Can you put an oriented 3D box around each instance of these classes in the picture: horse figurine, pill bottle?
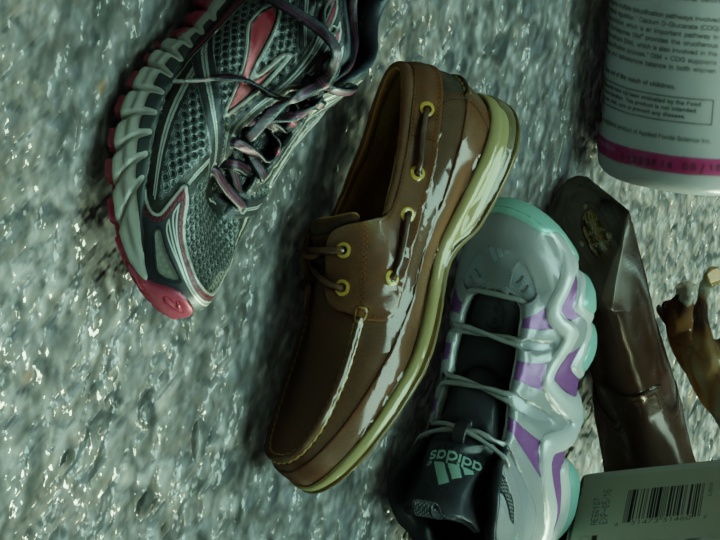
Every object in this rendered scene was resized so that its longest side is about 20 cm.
[{"bbox_3d":[0.222,0.078,1.441,0.050,0.200,0.133,-32,164,-20],"label":"horse figurine"},{"bbox_3d":[0.193,-0.150,1.503,0.113,0.113,0.201,-26,122,-61],"label":"pill bottle"}]

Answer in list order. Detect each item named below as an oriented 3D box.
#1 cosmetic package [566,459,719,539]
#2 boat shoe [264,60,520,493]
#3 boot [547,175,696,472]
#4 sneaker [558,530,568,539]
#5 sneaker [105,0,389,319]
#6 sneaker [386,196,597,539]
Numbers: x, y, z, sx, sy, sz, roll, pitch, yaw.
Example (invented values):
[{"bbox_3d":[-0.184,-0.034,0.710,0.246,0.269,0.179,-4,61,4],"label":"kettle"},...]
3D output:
[{"bbox_3d":[0.184,0.204,1.460,0.073,0.103,0.201,-70,148,-54],"label":"cosmetic package"},{"bbox_3d":[0.000,0.000,1.213,0.067,0.072,0.201,31,77,-29],"label":"boat shoe"},{"bbox_3d":[0.151,0.067,1.495,0.201,0.064,0.187,75,-1,-48],"label":"boot"},{"bbox_3d":[0.112,0.198,1.508,0.201,0.078,0.077,71,32,-45],"label":"sneaker"},{"bbox_3d":[-0.040,-0.073,1.074,0.201,0.074,0.081,-69,153,-22],"label":"sneaker"},{"bbox_3d":[0.058,0.075,1.341,0.140,0.077,0.201,-38,129,-53],"label":"sneaker"}]
